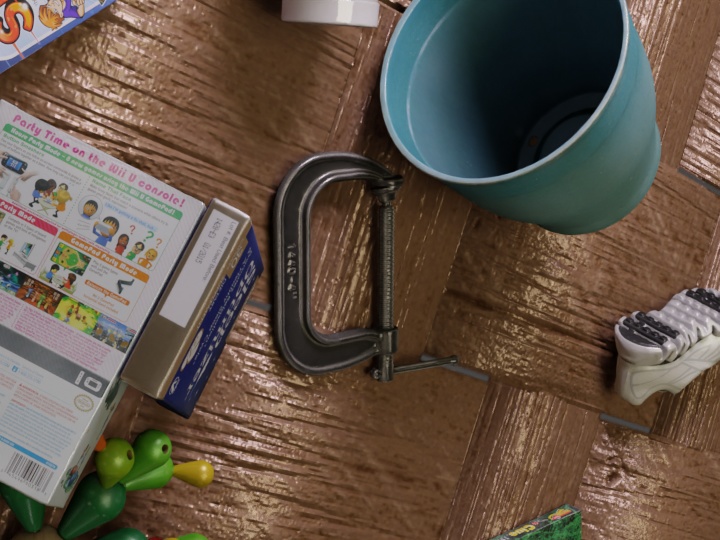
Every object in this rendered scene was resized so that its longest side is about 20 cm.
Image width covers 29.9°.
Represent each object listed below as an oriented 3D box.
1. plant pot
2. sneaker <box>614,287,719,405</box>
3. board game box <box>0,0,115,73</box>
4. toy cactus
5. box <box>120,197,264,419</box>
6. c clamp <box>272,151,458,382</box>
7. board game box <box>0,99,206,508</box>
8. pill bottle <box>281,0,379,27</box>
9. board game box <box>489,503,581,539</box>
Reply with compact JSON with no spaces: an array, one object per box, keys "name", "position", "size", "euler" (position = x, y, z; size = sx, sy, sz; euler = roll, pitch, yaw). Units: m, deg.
[{"name":"plant pot","position":[0.144,-0.125,1.057],"size":[0.188,0.198,0.202],"euler":[35,77,-54]},{"name":"sneaker","position":[0.316,0.072,1.314],"size":[0.198,0.075,0.082],"euler":[-14,122,-34]},{"name":"board game box","position":[-0.227,-0.237,0.818],"size":[0.135,0.034,0.202],"euler":[-40,122,-26]},{"name":"toy cactus","position":[-0.196,0.161,0.909],"size":[0.165,0.102,0.200],"euler":[-46,129,0]},{"name":"box","position":[-0.105,0.033,0.891],"size":[0.032,0.200,0.122],"euler":[26,80,2]},{"name":"c clamp","position":[0.000,0.000,1.065],"size":[0.169,0.027,0.203],"euler":[-15,110,-31]},{"name":"board game box","position":[-0.200,0.021,0.825],"size":[0.146,0.064,0.202],"euler":[27,80,5]},{"name":"pill bottle","position":[-0.015,-0.273,0.934],"size":[0.110,0.110,0.203],"euler":[-2,101,-38]},{"name":"board game box","position":[0.129,0.294,1.232],"size":[0.198,0.023,0.106],"euler":[-16,107,-36]}]
